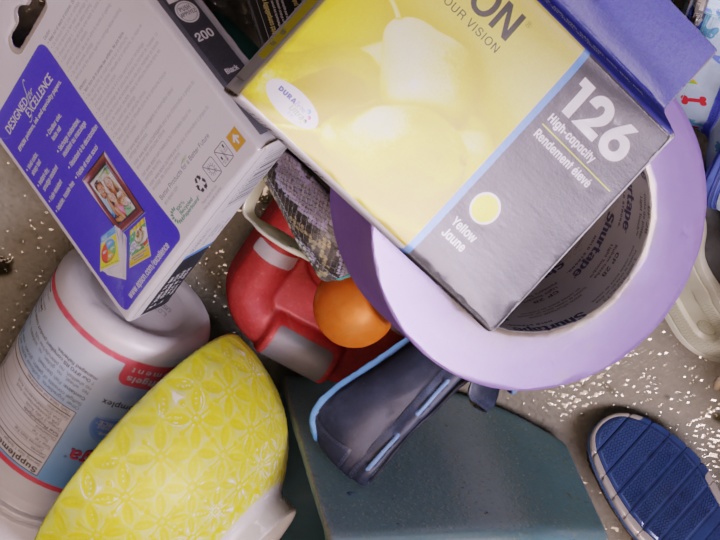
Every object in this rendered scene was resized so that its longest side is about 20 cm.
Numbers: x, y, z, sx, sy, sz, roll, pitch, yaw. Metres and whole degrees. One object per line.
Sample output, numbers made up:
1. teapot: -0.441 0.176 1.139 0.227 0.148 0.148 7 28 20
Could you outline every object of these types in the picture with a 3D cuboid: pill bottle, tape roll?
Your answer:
1. pill bottle: -0.189 0.087 1.469 0.109 0.109 0.200 27 119 -12
2. tape roll: 0.089 -0.039 1.256 0.200 0.085 0.200 -5 107 -16

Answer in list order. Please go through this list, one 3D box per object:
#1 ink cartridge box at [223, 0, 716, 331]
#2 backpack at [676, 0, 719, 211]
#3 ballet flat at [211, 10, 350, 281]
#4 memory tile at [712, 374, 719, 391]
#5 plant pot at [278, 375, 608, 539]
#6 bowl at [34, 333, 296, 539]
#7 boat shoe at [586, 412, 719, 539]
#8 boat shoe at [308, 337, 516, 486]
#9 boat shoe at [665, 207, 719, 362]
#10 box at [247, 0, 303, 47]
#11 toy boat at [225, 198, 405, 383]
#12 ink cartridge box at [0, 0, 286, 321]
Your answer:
1. ink cartridge box: 0.066 -0.103 1.163 0.198 0.047 0.200 42 92 -20
2. backpack: 0.258 -0.123 1.285 0.147 0.183 0.200 23 126 16
3. ballet flat: -0.058 -0.070 1.337 0.200 0.072 0.072 52 119 24
4. memory tile: 0.297 0.018 1.361 0.153 0.017 0.200 -27 163 -10
5. plant pot: 0.053 0.197 1.481 0.200 0.196 0.196 -2 121 -11
6. bowl: -0.107 0.150 1.436 0.108 0.200 0.200 40 118 9
7. boat shoe: 0.219 0.185 1.518 0.072 0.072 0.200 -39 88 -22
8. boat shoe: 0.064 0.064 1.404 0.200 0.084 0.069 -36 75 4
9. boat shoe: 0.206 -0.031 1.389 0.072 0.068 0.200 10 143 41
10. box: 0.007 -0.194 1.254 0.164 0.086 0.200 -19 139 0
11. toy boat: 0.000 0.000 1.394 0.130 0.131 0.200 28 118 -13
12. ink cartridge box: -0.147 -0.101 1.336 0.200 0.043 0.198 52 138 9
